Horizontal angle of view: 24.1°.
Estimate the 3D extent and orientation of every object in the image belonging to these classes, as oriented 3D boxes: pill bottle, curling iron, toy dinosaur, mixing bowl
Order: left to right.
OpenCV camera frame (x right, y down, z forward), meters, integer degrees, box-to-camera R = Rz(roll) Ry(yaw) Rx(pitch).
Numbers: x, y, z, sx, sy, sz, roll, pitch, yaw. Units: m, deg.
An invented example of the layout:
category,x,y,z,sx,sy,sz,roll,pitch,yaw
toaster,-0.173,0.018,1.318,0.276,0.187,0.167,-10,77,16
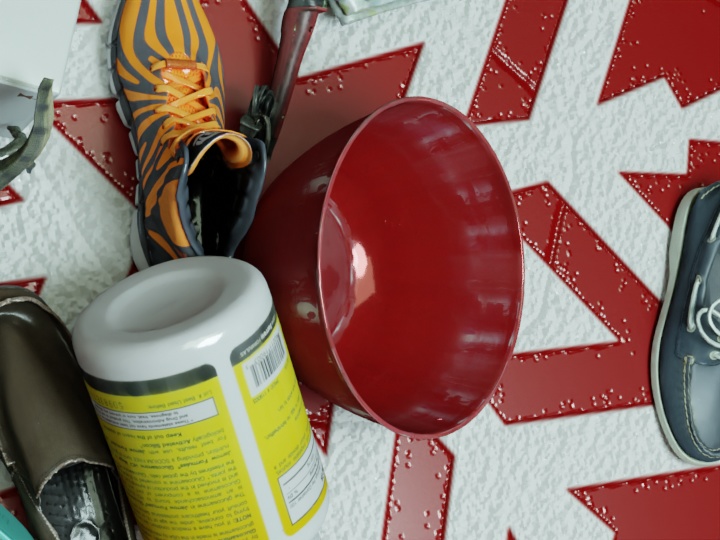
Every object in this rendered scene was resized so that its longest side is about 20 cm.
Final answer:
category,x,y,z,sx,sy,sz,roll,pitch,yaw
toy dinosaur,-0.218,-0.040,0.941,0.200,0.088,0.047,-41,90,19
pill bottle,-0.082,0.102,0.957,0.112,0.112,0.201,-28,118,-25
curling iron,-0.036,-0.159,1.053,0.025,0.050,0.201,20,92,1
mixing bowl,0.000,0.000,1.019,0.200,0.108,0.201,3,86,-51

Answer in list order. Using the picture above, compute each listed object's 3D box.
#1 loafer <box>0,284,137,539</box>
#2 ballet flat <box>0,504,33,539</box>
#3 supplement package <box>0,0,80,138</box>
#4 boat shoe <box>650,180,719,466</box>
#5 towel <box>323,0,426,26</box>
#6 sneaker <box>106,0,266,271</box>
category,x,y,z,sx,sy,sz,roll,pitch,yaw
loafer,-0.168,0.100,0.965,0.073,0.071,0.201,-24,92,-25
ballet flat,-0.266,0.106,0.926,0.072,0.072,0.200,-43,97,-23
supplement package,-0.218,-0.193,0.961,0.117,0.117,0.201,15,76,-22
boat shoe,0.253,0.035,1.172,0.075,0.062,0.201,16,76,-24
towel,0.021,-0.274,1.123,0.171,0.048,0.201,-18,90,-28
sneaker,-0.096,-0.089,1.004,0.077,0.112,0.201,-7,85,-25
